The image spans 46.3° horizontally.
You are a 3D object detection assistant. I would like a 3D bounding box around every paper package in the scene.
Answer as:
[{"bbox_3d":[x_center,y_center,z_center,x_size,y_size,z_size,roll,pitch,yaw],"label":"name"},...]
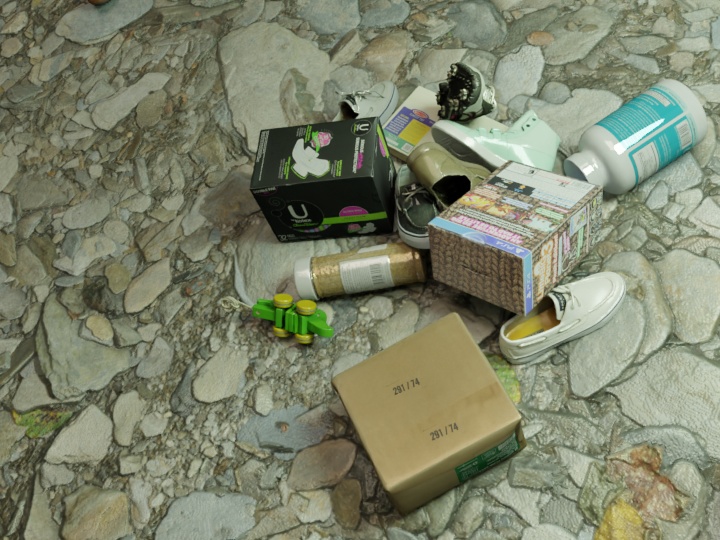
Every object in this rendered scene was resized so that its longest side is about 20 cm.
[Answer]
[{"bbox_3d":[0.090,0.189,1.115,0.199,0.104,0.192,-28,57,-2],"label":"paper package"}]

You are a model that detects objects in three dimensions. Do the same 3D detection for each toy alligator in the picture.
[{"bbox_3d":[-0.119,0.063,1.291,0.198,0.060,0.054,14,22,25],"label":"toy alligator"}]

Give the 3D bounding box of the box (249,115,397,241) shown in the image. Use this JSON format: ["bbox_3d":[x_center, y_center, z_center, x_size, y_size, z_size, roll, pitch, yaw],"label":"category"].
[{"bbox_3d":[-0.053,-0.142,1.336,0.198,0.149,0.125,-4,56,15],"label":"box"}]

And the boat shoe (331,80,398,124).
[{"bbox_3d":[-0.010,-0.274,1.429,0.074,0.086,0.203,10,54,44],"label":"boat shoe"}]

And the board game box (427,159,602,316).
[{"bbox_3d":[0.219,-0.052,1.177,0.159,0.098,0.199,24,48,38],"label":"board game box"}]

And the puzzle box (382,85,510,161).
[{"bbox_3d":[0.134,-0.223,1.404,0.199,0.025,0.133,33,73,31],"label":"puzzle box"}]

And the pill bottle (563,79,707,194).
[{"bbox_3d":[0.402,-0.188,1.248,0.199,0.111,0.111,-32,55,-5],"label":"pill bottle"}]

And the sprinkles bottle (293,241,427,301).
[{"bbox_3d":[0.000,0.000,1.281,0.198,0.068,0.069,-9,57,11],"label":"sprinkles bottle"}]

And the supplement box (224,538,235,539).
[{"bbox_3d":[-0.221,0.457,1.024,0.197,0.135,0.202,-12,56,9],"label":"supplement box"}]

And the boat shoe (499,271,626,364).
[{"bbox_3d":[0.278,0.054,1.160,0.199,0.070,0.071,-28,55,-1],"label":"boat shoe"}]

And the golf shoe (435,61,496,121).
[{"bbox_3d":[0.173,-0.276,1.302,0.087,0.200,0.078,-3,92,-5],"label":"golf shoe"}]

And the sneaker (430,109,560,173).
[{"bbox_3d":[0.214,-0.208,1.315,0.199,0.074,0.119,27,72,0],"label":"sneaker"}]

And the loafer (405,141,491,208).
[{"bbox_3d":[0.143,-0.122,1.246,0.076,0.199,0.068,-40,52,30],"label":"loafer"}]

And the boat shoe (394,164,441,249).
[{"bbox_3d":[0.081,-0.101,1.272,0.071,0.072,0.200,-15,31,-5],"label":"boat shoe"}]

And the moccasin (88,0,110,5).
[{"bbox_3d":[-0.566,-0.669,1.864,0.073,0.078,0.203,2,60,18],"label":"moccasin"}]
